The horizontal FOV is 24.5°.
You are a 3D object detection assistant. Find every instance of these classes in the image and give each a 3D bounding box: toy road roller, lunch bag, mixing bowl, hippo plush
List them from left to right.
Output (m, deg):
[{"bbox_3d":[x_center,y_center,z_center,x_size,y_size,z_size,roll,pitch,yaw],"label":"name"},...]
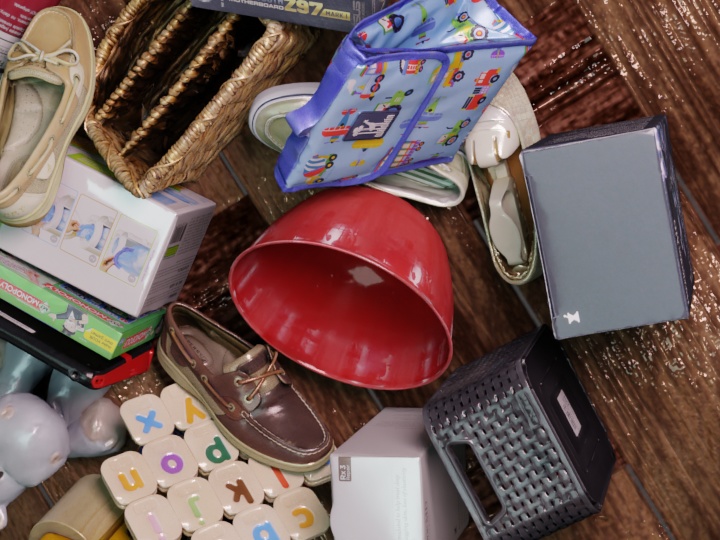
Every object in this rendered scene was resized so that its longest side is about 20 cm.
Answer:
[{"bbox_3d":[-0.326,0.140,1.500,0.200,0.161,0.160,-31,91,15],"label":"hippo plush"},{"bbox_3d":[-0.190,0.282,1.463,0.199,0.123,0.146,20,122,15],"label":"toy road roller"},{"bbox_3d":[0.000,0.000,1.411,0.199,0.200,0.109,18,57,10],"label":"mixing bowl"},{"bbox_3d":[0.016,-0.142,1.299,0.094,0.200,0.151,51,136,17],"label":"lunch bag"}]

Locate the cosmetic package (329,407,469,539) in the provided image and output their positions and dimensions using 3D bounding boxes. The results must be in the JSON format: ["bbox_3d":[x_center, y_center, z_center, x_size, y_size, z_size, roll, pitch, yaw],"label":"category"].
[{"bbox_3d":[0.036,0.187,1.405,0.081,0.200,0.113,-1,98,13],"label":"cosmetic package"}]

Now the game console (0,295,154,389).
[{"bbox_3d":[-0.289,0.043,1.470,0.199,0.177,0.031,28,102,7],"label":"game console"}]

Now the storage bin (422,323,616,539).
[{"bbox_3d":[0.136,0.136,1.374,0.094,0.200,0.136,-27,91,15],"label":"storage bin"}]

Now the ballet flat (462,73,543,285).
[{"bbox_3d":[0.122,-0.082,1.400,0.067,0.062,0.201,-10,106,27],"label":"ballet flat"}]

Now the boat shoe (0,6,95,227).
[{"bbox_3d":[-0.275,-0.139,1.399,0.073,0.063,0.201,10,72,11],"label":"boat shoe"}]

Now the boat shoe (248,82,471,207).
[{"bbox_3d":[0.002,-0.107,1.410,0.199,0.062,0.072,13,124,-8],"label":"boat shoe"}]

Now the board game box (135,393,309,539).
[{"bbox_3d":[-0.160,0.233,1.535,0.151,0.046,0.200,36,104,5],"label":"board game box"}]

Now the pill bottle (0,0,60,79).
[{"bbox_3d":[-0.337,-0.237,1.474,0.113,0.113,0.200,39,104,5],"label":"pill bottle"}]

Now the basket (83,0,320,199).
[{"bbox_3d":[-0.155,-0.181,1.423,0.143,0.149,0.200,44,105,4],"label":"basket"}]

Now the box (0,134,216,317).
[{"bbox_3d":[-0.249,-0.053,1.480,0.199,0.112,0.102,26,102,9],"label":"box"}]

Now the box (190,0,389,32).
[{"bbox_3d":[-0.038,-0.284,1.365,0.157,0.200,0.051,11,139,12],"label":"box"}]

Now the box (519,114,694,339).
[{"bbox_3d":[0.203,-0.040,1.335,0.107,0.200,0.149,-10,96,14],"label":"box"}]

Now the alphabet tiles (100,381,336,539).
[{"bbox_3d":[-0.120,0.174,1.453,0.196,0.199,0.015,54,150,31],"label":"alphabet tiles"}]

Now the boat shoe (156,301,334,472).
[{"bbox_3d":[-0.102,0.098,1.464,0.200,0.072,0.072,40,145,23],"label":"boat shoe"}]

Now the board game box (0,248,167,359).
[{"bbox_3d":[-0.280,0.009,1.485,0.199,0.135,0.029,29,103,8],"label":"board game box"}]
